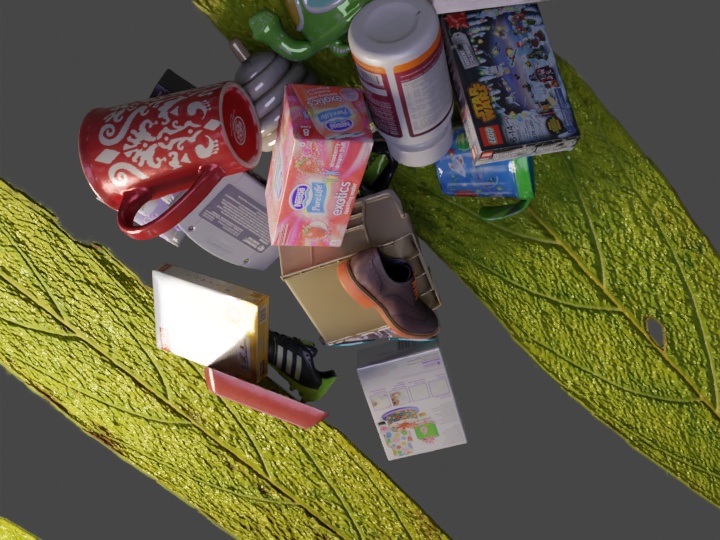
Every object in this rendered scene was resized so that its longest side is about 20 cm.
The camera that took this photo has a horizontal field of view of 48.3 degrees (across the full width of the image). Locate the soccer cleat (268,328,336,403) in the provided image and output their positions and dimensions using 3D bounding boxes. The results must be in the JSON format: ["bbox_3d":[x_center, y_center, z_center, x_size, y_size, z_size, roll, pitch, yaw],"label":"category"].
[{"bbox_3d":[-0.122,0.132,1.318,0.081,0.068,0.200,-43,111,2],"label":"soccer cleat"}]

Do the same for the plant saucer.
[{"bbox_3d":[-0.161,0.206,1.284,0.197,0.199,0.037,22,79,-10],"label":"plant saucer"}]

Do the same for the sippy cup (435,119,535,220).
[{"bbox_3d":[0.172,-0.160,1.120,0.128,0.139,0.182,-6,91,16],"label":"sippy cup"}]

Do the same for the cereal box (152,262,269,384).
[{"bbox_3d":[-0.235,0.082,1.259,0.197,0.039,0.146,17,120,21],"label":"cereal box"}]

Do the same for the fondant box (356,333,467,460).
[{"bbox_3d":[0.088,0.212,1.351,0.142,0.059,0.203,-14,116,9],"label":"fondant box"}]

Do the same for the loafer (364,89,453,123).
[{"bbox_3d":[0.071,-0.239,1.108,0.198,0.070,0.070,-28,106,14],"label":"loafer"}]

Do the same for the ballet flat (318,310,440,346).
[{"bbox_3d":[0.029,0.080,1.288,0.196,0.068,0.069,-4,99,-3],"label":"ballet flat"}]

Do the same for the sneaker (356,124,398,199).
[{"bbox_3d":[-0.008,-0.122,1.160,0.073,0.088,0.200,34,114,-16],"label":"sneaker"}]

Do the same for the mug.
[{"bbox_3d":[-0.229,-0.140,1.017,0.196,0.133,0.181,-11,93,20],"label":"mug"}]

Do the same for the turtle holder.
[{"bbox_3d":[-0.043,-0.353,1.020,0.184,0.142,0.132,-24,118,37],"label":"turtle holder"}]

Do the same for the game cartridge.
[{"bbox_3d":[-0.176,-0.078,1.166,0.133,0.041,0.199,-45,138,10],"label":"game cartridge"}]

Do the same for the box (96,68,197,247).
[{"bbox_3d":[-0.268,-0.159,1.156,0.140,0.079,0.201,29,115,-16],"label":"box"}]

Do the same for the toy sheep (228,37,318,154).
[{"bbox_3d":[-0.110,-0.227,1.083,0.137,0.139,0.200,-37,111,19],"label":"toy sheep"}]

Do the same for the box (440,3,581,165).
[{"bbox_3d":[0.188,-0.242,1.031,0.134,0.204,0.040,-10,162,-9],"label":"box"}]

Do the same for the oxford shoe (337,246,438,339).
[{"bbox_3d":[0.057,0.034,1.102,0.072,0.072,0.199,-35,136,22],"label":"oxford shoe"}]

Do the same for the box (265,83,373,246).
[{"bbox_3d":[-0.059,-0.128,1.022,0.101,0.096,0.201,1,143,-16],"label":"box"}]

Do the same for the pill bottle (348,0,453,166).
[{"bbox_3d":[0.057,-0.227,0.990,0.107,0.111,0.201,-12,146,8],"label":"pill bottle"}]

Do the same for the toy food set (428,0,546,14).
[{"bbox_3d":[0.154,-0.411,1.030,0.196,0.061,0.146,-6,106,3],"label":"toy food set"}]

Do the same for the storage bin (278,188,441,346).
[{"bbox_3d":[0.000,0.000,1.179,0.195,0.095,0.201,-17,142,9],"label":"storage bin"}]
